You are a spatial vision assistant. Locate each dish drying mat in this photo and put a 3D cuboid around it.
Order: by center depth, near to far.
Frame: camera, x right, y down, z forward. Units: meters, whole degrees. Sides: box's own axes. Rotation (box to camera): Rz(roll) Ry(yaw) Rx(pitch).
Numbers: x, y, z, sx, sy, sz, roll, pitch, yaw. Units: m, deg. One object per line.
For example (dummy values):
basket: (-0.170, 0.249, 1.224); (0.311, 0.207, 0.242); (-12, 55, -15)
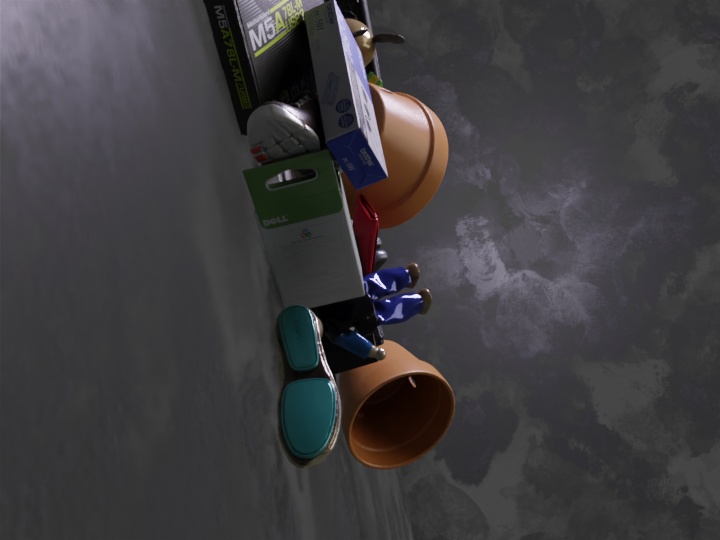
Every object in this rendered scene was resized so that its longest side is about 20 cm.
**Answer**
dish drying mat: (0.000, 0.000, 1.139); (0.077, 0.018, 0.204); (-123, -147, -51)

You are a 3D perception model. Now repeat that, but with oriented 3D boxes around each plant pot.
plant pot: (0.010, -0.179, 1.174); (0.139, 0.197, 0.205); (26, 48, -54)
plant pot: (0.047, 0.215, 1.389); (0.141, 0.196, 0.204); (-124, -164, -52)

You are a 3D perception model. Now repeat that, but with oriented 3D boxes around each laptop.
laptop: (-0.026, 0.064, 1.194); (0.200, 0.100, 0.182); (54, 25, -77)

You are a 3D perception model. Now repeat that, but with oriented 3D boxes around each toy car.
toy car: (-0.023, -0.340, 1.316); (0.162, 0.198, 0.162); (-8, 85, -42)

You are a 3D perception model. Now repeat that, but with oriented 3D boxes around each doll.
doll: (0.002, 0.054, 1.052); (0.139, 0.196, 0.049); (65, -31, 15)

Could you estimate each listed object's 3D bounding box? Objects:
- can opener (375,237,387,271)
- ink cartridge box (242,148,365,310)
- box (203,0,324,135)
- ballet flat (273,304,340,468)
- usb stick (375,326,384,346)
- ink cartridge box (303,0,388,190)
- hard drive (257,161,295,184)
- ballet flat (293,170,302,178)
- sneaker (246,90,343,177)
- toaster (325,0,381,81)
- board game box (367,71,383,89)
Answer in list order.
can opener: (-0.008, 0.014, 1.390); (0.053, 0.065, 0.201); (62, -38, 22)
ink cartridge box: (-0.063, -0.054, 0.942); (0.060, 0.101, 0.204); (-98, 175, -54)
box: (-0.100, -0.287, 0.928); (0.201, 0.046, 0.197); (-55, 142, -49)
ballet flat: (-0.055, 0.126, 0.845); (0.063, 0.065, 0.203); (89, -5, -47)
usb stick: (-0.008, 0.017, 1.220); (0.055, 0.032, 0.205); (147, -76, -80)
ink cartridge box: (-0.018, -0.203, 0.926); (0.094, 0.043, 0.204); (52, 23, -55)
hard drive: (-0.102, -0.099, 1.089); (0.200, 0.026, 0.135); (-85, 164, -76)
ballet flat: (-0.065, -0.095, 1.032); (0.067, 0.045, 0.205); (-130, -156, -86)
sneaker: (-0.073, -0.160, 0.895); (0.200, 0.075, 0.084); (22, 56, -71)
toaster: (-0.068, -0.423, 1.486); (0.119, 0.176, 0.205); (-107, -177, -65)
board game box: (-0.036, -0.220, 1.335); (0.029, 0.200, 0.135); (42, -5, 12)
